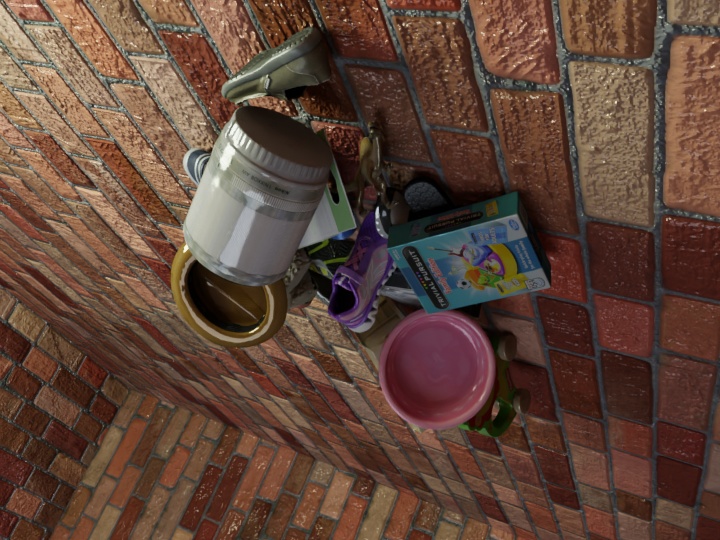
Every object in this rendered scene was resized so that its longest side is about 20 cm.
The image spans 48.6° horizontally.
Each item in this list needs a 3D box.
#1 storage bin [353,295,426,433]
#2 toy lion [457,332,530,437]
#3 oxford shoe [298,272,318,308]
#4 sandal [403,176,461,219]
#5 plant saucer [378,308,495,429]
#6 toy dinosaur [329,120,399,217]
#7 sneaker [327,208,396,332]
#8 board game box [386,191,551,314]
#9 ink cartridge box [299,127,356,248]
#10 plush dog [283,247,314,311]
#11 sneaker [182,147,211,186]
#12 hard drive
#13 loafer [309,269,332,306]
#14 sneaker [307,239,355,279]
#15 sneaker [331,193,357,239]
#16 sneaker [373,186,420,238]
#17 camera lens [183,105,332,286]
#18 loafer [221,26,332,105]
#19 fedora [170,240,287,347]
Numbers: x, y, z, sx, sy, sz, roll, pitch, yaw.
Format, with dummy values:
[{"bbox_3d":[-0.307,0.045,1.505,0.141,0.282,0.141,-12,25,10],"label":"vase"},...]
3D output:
[{"bbox_3d":[0.074,0.167,1.476,0.203,0.093,0.199,59,178,-18],"label":"storage bin"},{"bbox_3d":[0.227,0.223,1.459,0.068,0.192,0.204,5,127,41],"label":"toy lion"},{"bbox_3d":[-0.150,-0.024,1.510,0.200,0.070,0.075,46,143,0],"label":"oxford shoe"},{"bbox_3d":[0.137,-0.067,1.179,0.074,0.046,0.201,-22,119,32],"label":"sandal"},{"bbox_3d":[0.127,0.161,1.340,0.197,0.204,0.051,27,-175,-4],"label":"plant saucer"},{"bbox_3d":[0.011,-0.131,1.123,0.057,0.103,0.200,-9,160,-23],"label":"toy dinosaur"},{"bbox_3d":[0.000,0.000,1.265,0.079,0.205,0.088,24,-170,37],"label":"sneaker"},{"bbox_3d":[0.157,-0.019,1.145,0.196,0.048,0.152,-14,132,26],"label":"board game box"},{"bbox_3d":[-0.065,-0.119,1.175,0.198,0.047,0.149,-14,96,55],"label":"ink cartridge box"},{"bbox_3d":[-0.184,-0.005,1.375,0.172,0.160,0.201,44,164,17],"label":"plush dog"},{"bbox_3d":[-0.211,-0.125,1.354,0.200,0.071,0.108,44,170,-30],"label":"sneaker"},{"bbox_3d":[0.105,0.038,1.361,0.137,0.039,0.199,8,168,36],"label":"hard drive"},{"bbox_3d":[-0.036,0.053,1.570,0.197,0.071,0.070,29,165,-4],"label":"loafer"},{"bbox_3d":[-0.044,-0.019,1.446,0.197,0.076,0.077,30,169,12],"label":"sneaker"},{"bbox_3d":[-0.095,-0.109,1.313,0.196,0.071,0.079,11,140,31],"label":"sneaker"},{"bbox_3d":[0.084,-0.065,1.214,0.078,0.075,0.200,5,158,31],"label":"sneaker"},{"bbox_3d":[-0.140,-0.095,1.076,0.157,0.161,0.203,27,116,-4],"label":"camera lens"},{"bbox_3d":[-0.108,-0.241,1.018,0.198,0.076,0.070,-7,126,51],"label":"loafer"},{"bbox_3d":[-0.199,0.022,1.260,0.195,0.082,0.206,5,113,11],"label":"fedora"}]
